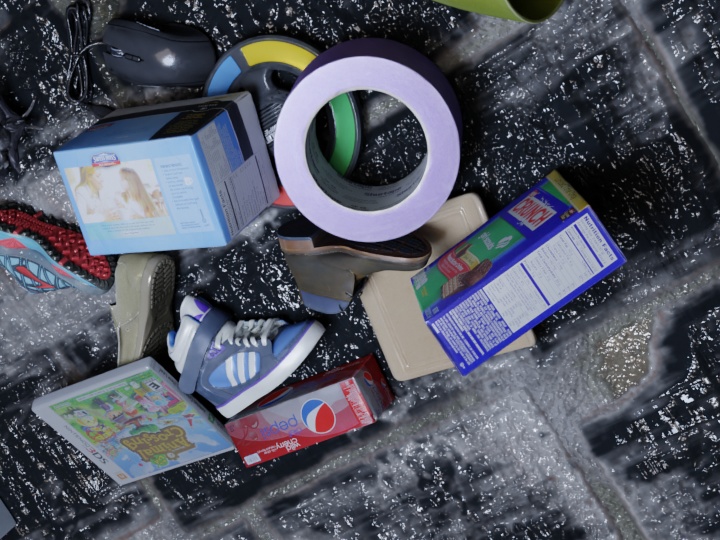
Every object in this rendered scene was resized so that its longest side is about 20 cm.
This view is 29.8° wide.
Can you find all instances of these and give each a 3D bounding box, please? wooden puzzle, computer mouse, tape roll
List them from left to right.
[{"bbox_3d":[-0.266,-0.225,1.569,0.197,0.046,0.142,17,116,15],"label":"computer mouse"},{"bbox_3d":[0.010,-0.139,1.443,0.196,0.085,0.203,2,113,5],"label":"tape roll"},{"bbox_3d":[0.087,0.020,1.534,0.198,0.037,0.187,-16,103,32],"label":"wooden puzzle"}]

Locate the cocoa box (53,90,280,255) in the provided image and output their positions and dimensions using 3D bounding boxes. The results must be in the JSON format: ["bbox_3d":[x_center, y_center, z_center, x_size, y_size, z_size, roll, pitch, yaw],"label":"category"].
[{"bbox_3d":[-0.215,-0.107,1.513,0.197,0.131,0.135,-3,116,30],"label":"cocoa box"}]

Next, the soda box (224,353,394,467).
[{"bbox_3d":[-0.062,0.170,1.631,0.198,0.070,0.064,-22,101,28],"label":"soda box"}]

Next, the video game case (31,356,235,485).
[{"bbox_3d":[-0.286,0.195,1.714,0.198,0.022,0.182,-20,130,27],"label":"video game case"}]

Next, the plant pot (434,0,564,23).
[{"bbox_3d":[0.088,-0.339,1.321,0.198,0.186,0.190,9,115,35],"label":"plant pot"}]

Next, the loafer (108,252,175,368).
[{"bbox_3d":[-0.273,0.058,1.673,0.068,0.075,0.202,26,122,22],"label":"loafer"}]

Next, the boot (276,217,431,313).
[{"bbox_3d":[0.000,0.000,1.512,0.198,0.075,0.098,10,123,35],"label":"boot"}]

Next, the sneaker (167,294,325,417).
[{"bbox_3d":[-0.151,0.078,1.624,0.147,0.081,0.199,48,125,-6],"label":"sneaker"}]

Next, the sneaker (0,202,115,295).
[{"bbox_3d":[-0.388,-0.010,1.699,0.198,0.079,0.097,26,128,20],"label":"sneaker"}]

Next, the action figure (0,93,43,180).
[{"bbox_3d":[-0.480,-0.160,1.656,0.197,0.102,0.121,-17,97,0],"label":"action figure"}]

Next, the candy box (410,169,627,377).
[{"bbox_3d":[0.155,-0.001,1.381,0.199,0.169,0.077,-35,104,6],"label":"candy box"}]

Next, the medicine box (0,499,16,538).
[{"bbox_3d":[-0.616,0.391,1.882,0.198,0.182,0.104,-29,98,28],"label":"medicine box"}]

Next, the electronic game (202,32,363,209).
[{"bbox_3d":[-0.089,-0.166,1.524,0.197,0.042,0.203,8,113,19],"label":"electronic game"}]
